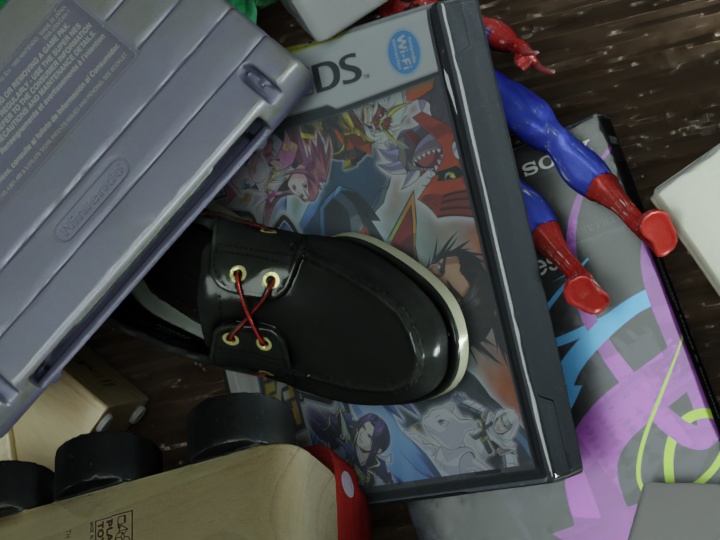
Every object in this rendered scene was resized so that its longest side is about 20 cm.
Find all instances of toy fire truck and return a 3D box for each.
[{"bbox_3d":[-0.062,0.164,1.127,0.175,0.200,0.129,-17,57,21],"label":"toy fire truck"}]

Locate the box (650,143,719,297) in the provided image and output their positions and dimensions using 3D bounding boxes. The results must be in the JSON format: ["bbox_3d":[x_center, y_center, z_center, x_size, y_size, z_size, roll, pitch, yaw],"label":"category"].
[{"bbox_3d":[0.211,0.028,1.094,0.082,0.068,0.200,-34,83,11],"label":"box"}]

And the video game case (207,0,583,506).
[{"bbox_3d":[0.000,0.000,1.115,0.180,0.025,0.201,-12,91,44],"label":"video game case"}]

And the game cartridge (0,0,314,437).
[{"bbox_3d":[-0.129,-0.045,1.097,0.130,0.038,0.200,41,88,28],"label":"game cartridge"}]

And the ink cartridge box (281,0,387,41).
[{"bbox_3d":[-0.014,-0.222,1.087,0.144,0.084,0.200,-32,108,-2],"label":"ink cartridge box"}]

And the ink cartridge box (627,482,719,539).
[{"bbox_3d":[0.139,0.194,1.027,0.084,0.200,0.146,2,115,13],"label":"ink cartridge box"}]

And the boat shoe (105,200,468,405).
[{"bbox_3d":[-0.043,0.015,1.101,0.201,0.063,0.074,19,112,38],"label":"boat shoe"}]

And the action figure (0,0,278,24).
[{"bbox_3d":[-0.118,-0.113,1.168,0.199,0.055,0.119,-14,64,5],"label":"action figure"}]

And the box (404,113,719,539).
[{"bbox_3d":[0.076,0.049,1.142,0.142,0.036,0.201,-22,83,12],"label":"box"}]

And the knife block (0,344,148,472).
[{"bbox_3d":[-0.196,0.046,1.191,0.175,0.064,0.200,37,99,11],"label":"knife block"}]

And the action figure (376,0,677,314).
[{"bbox_3d":[0.053,-0.069,1.116,0.065,0.052,0.200,-44,56,5],"label":"action figure"}]
